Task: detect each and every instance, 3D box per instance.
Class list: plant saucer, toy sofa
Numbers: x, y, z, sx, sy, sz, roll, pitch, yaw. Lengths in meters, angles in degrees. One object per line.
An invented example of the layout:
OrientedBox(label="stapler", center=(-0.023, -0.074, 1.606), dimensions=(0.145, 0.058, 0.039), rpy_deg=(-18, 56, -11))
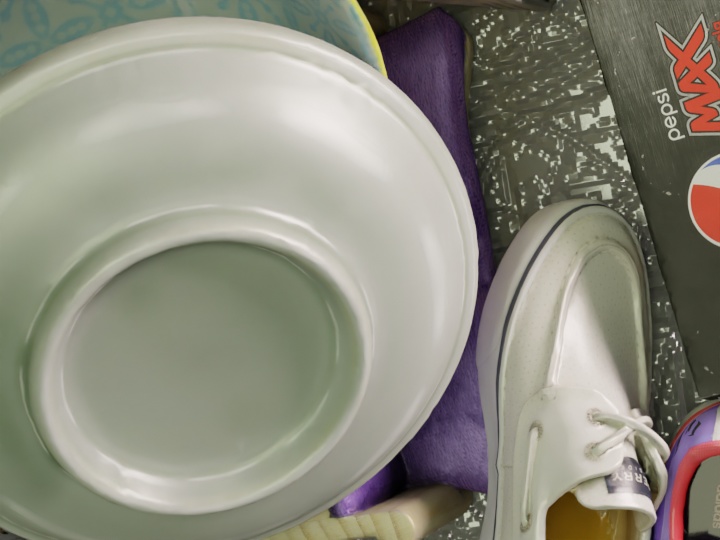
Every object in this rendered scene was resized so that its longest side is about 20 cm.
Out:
OrientedBox(label="plant saucer", center=(-0.053, 0.021, 0.630), dimensions=(0.200, 0.050, 0.200), rpy_deg=(-7, 121, -13))
OrientedBox(label="toy sofa", center=(0.000, 0.000, 0.743), dimensions=(0.097, 0.083, 0.200), rpy_deg=(-10, 89, 18))

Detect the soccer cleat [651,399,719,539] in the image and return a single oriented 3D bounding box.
OrientedBox(label="soccer cleat", center=(0.129, 0.146, 0.712), dimensions=(0.068, 0.073, 0.200), rpy_deg=(2, 92, 17))

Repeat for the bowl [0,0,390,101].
OrientedBox(label="bowl", center=(-0.098, -0.056, 0.664), dimensions=(0.200, 0.108, 0.201), rpy_deg=(-7, 121, -13))

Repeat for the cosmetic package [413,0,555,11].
OrientedBox(label="cosmetic package", center=(-0.032, -0.141, 0.738), dimensions=(0.200, 0.105, 0.071), rpy_deg=(7, 94, 18))

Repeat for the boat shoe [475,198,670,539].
OrientedBox(label="boat shoe", center=(0.080, 0.072, 0.705), dimensions=(0.070, 0.071, 0.200), rpy_deg=(-4, 73, 59))

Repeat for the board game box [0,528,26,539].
OrientedBox(label="board game box", center=(-0.179, 0.124, 0.768), dimensions=(0.200, 0.148, 0.064), rpy_deg=(18, 96, 16))

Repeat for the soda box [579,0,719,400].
OrientedBox(label="soda box", center=(0.127, -0.060, 0.712), dimensions=(0.071, 0.063, 0.200), rpy_deg=(-17, 86, 17))
